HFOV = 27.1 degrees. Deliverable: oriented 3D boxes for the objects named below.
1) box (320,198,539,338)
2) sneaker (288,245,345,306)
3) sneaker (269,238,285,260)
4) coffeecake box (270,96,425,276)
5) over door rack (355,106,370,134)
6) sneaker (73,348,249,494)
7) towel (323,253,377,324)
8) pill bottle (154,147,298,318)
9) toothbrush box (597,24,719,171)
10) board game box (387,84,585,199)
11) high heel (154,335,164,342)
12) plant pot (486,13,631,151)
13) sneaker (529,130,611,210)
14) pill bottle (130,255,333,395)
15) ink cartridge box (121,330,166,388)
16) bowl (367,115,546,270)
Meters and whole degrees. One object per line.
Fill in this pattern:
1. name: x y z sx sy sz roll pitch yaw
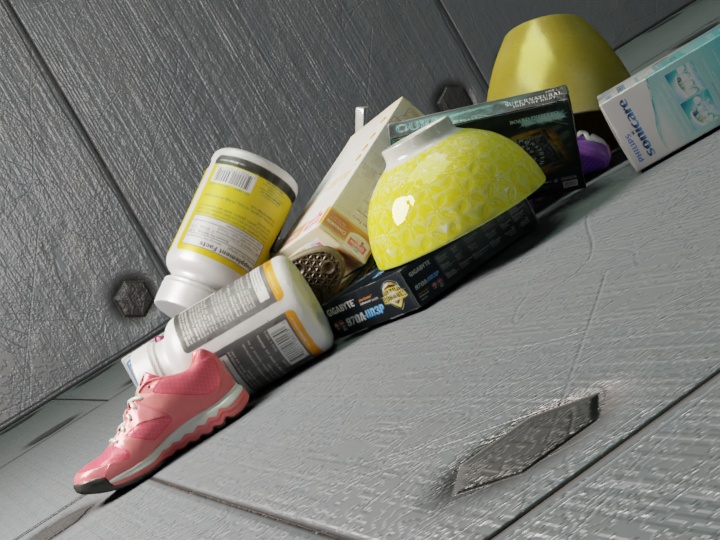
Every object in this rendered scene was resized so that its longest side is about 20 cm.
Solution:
1. box: 0.074 -0.007 1.600 0.199 0.046 0.159 -34 6 -34
2. sneaker: -0.090 0.032 1.701 0.200 0.070 0.076 -44 12 24
3. sneaker: -0.107 0.020 1.878 0.071 0.073 0.200 -42 -16 -12
4. coffeecake box: -0.004 -0.086 1.750 0.201 0.073 0.153 -58 13 -25
5. over door rack: 0.102 -0.157 1.875 0.147 0.067 0.199 8 1 36
6. sneaker: -0.213 0.151 1.508 0.199 0.087 0.074 -33 4 -20
7. towel: -0.032 0.033 1.727 0.200 0.022 0.147 -49 8 -11
8. pill bottle: -0.160 -0.032 1.761 0.201 0.114 0.114 -67 17 -16
9. toothbrush box: 0.356 -0.194 1.578 0.199 0.086 0.146 -31 5 13
10. board game box: 0.140 -0.126 1.639 0.198 0.136 0.028 -11 45 7
11. high heel: -0.153 0.076 1.838 0.199 0.097 0.067 -33 5 -27
12. plant pot: 0.233 -0.221 1.790 0.198 0.143 0.200 -10 -14 -3
13. sneaker: 0.193 -0.102 1.726 0.198 0.089 0.081 -11 -30 7
14. pill bottle: -0.138 0.079 1.600 0.199 0.117 0.116 -30 5 5
15. ink cartridge box: -0.231 0.117 1.965 0.144 0.085 0.200 -31 4 -11
16. bowl: 0.081 -0.094 1.546 0.199 0.108 0.200 -29 5 3
